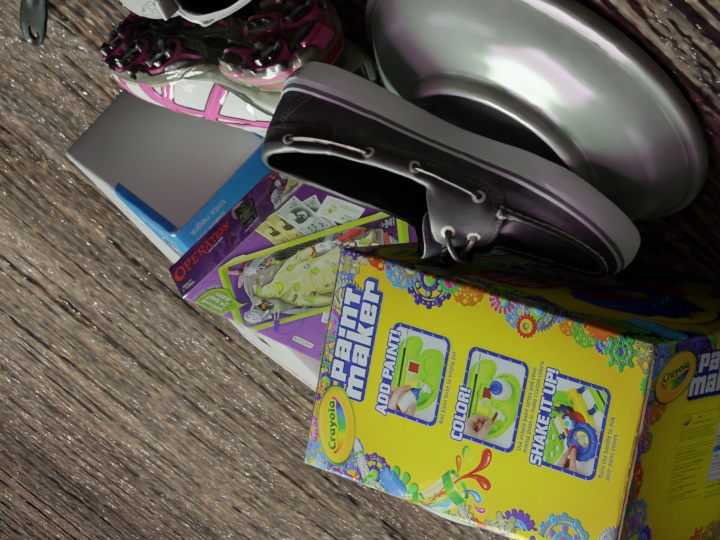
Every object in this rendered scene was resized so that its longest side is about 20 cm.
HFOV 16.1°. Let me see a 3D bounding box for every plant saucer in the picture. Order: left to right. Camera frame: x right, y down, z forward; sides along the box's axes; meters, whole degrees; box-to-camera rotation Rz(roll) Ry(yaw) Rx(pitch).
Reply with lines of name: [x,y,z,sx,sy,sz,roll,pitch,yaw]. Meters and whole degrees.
plant saucer: [0.081,-0.077,1.315,0.200,0.050,0.200,27,158,12]

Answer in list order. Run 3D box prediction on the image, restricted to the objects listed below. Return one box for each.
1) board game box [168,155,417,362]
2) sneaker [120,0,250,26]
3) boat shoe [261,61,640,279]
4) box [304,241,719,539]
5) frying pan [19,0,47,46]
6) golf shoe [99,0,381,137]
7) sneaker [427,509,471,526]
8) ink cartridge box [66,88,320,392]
board game box: [0.000,0.000,1.429,0.200,0.120,0.032,28,-159,-48]
sneaker: [-0.092,-0.164,1.319,0.075,0.082,0.200,39,157,-15]
boat shoe: [0.041,-0.036,1.291,0.200,0.066,0.070,28,159,2]
box: [0.111,0.063,1.344,0.192,0.122,0.200,17,-167,33]
frying pan: [-0.173,-0.177,1.467,0.115,0.031,0.190,22,159,25]
golf shoe: [-0.068,-0.105,1.412,0.200,0.073,0.092,14,150,48]
sneaker: [0.057,0.107,1.691,0.200,0.074,0.118,44,162,-20]
ink cartridge box: [-0.062,-0.017,1.531,0.200,0.084,0.146,48,171,-38]
